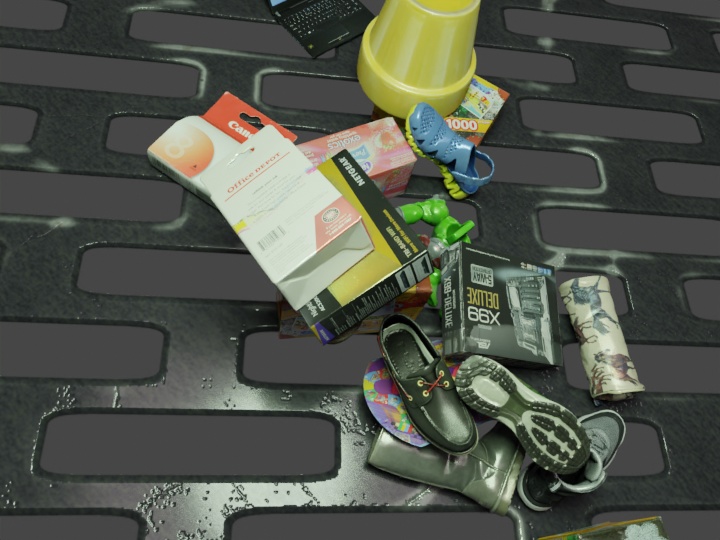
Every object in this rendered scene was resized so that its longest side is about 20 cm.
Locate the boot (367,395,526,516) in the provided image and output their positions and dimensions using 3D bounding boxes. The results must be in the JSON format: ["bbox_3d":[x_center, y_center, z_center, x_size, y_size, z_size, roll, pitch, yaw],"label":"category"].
[{"bbox_3d":[0.129,0.226,0.837,0.198,0.073,0.183,21,55,11],"label":"boot"}]

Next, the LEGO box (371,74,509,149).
[{"bbox_3d":[0.142,-0.296,1.080,0.199,0.077,0.149,31,63,6],"label":"LEGO box"}]

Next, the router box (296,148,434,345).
[{"bbox_3d":[-0.031,-0.035,0.720,0.157,0.052,0.200,-34,56,-4],"label":"router box"}]

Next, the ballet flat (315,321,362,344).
[{"bbox_3d":[0.000,0.000,0.743,0.067,0.046,0.201,28,64,6],"label":"ballet flat"}]

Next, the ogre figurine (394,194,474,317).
[{"bbox_3d":[0.120,-0.029,0.936,0.120,0.098,0.200,-35,71,-17],"label":"ogre figurine"}]

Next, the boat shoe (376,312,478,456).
[{"bbox_3d":[0.082,0.145,0.775,0.073,0.063,0.202,-26,60,-10],"label":"boat shoe"}]

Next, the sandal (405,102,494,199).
[{"bbox_3d":[0.151,-0.198,0.973,0.200,0.087,0.080,39,66,-34],"label":"sandal"}]

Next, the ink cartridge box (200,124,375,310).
[{"bbox_3d":[-0.089,-0.068,0.687,0.116,0.068,0.200,-37,57,-6],"label":"ink cartridge box"}]

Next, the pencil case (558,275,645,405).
[{"bbox_3d":[0.370,0.102,0.926,0.077,0.089,0.202,-16,64,14],"label":"pencil case"}]

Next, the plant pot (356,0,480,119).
[{"bbox_3d":[0.103,-0.379,0.964,0.199,0.189,0.203,3,64,-7],"label":"plant pot"}]

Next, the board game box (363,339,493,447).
[{"bbox_3d":[0.103,0.151,0.834,0.198,0.039,0.158,-13,42,-23],"label":"board game box"}]

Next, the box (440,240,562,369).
[{"bbox_3d":[0.208,0.056,0.884,0.199,0.050,0.159,13,68,-30],"label":"box"}]

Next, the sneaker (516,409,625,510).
[{"bbox_3d":[0.311,0.253,0.820,0.199,0.114,0.076,-30,73,-22],"label":"sneaker"}]

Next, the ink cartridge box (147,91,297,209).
[{"bbox_3d":[-0.222,-0.209,0.992,0.162,0.050,0.201,33,67,7],"label":"ink cartridge box"}]

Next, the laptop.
[{"bbox_3d":[-0.079,-0.539,1.147,0.177,0.103,0.200,-35,74,-22],"label":"laptop"}]

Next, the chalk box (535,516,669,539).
[{"bbox_3d":[0.322,0.423,0.736,0.124,0.124,0.202,-5,66,-13],"label":"chalk box"}]

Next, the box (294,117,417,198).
[{"bbox_3d":[-0.022,-0.159,0.972,0.199,0.103,0.095,-21,69,-20],"label":"box"}]

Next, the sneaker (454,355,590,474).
[{"bbox_3d":[0.207,0.174,0.766,0.200,0.089,0.077,41,98,2],"label":"sneaker"}]

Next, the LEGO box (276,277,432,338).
[{"bbox_3d":[-0.016,0.030,0.846,0.198,0.149,0.078,-3,65,-11],"label":"LEGO box"}]
